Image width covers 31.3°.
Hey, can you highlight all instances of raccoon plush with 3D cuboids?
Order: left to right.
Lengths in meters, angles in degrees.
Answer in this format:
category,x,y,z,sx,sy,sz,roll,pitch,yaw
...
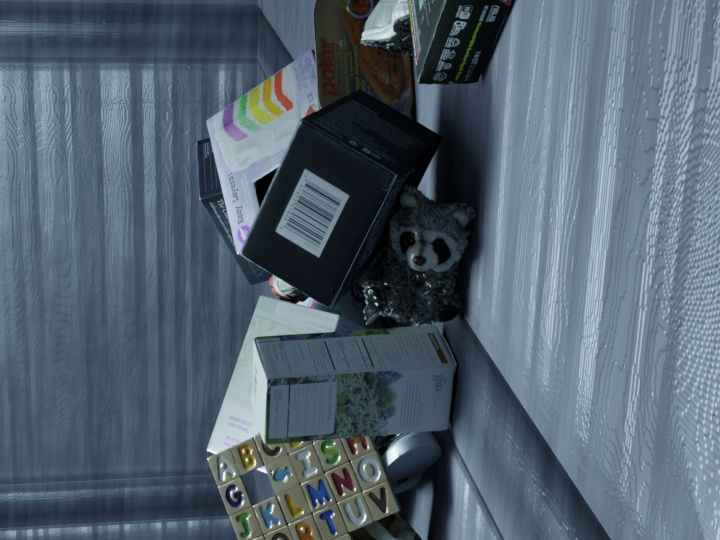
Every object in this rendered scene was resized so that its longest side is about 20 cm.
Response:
category,x,y,z,sx,sy,sz,roll,pitch,yaw
raccoon plush,0.054,-0.041,1.274,0.201,0.095,0.136,-108,27,-60

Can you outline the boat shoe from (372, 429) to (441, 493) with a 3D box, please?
category,x,y,z,sx,sy,sz,roll,pitch,yaw
boat shoe,0.042,0.192,1.401,0.200,0.073,0.069,89,162,-71

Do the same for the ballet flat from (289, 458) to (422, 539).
category,x,y,z,sx,sy,sz,roll,pitch,yaw
ballet flat,0.007,0.267,1.388,0.071,0.199,0.065,-52,18,-8

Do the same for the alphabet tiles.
category,x,y,z,sx,sy,sz,roll,pitch,yaw
alphabet tiles,-0.057,0.242,1.361,0.008,0.198,0.169,-5,-110,-64

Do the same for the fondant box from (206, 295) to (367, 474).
category,x,y,z,sx,sy,sz,roll,pitch,yaw
fondant box,-0.089,0.143,1.537,0.143,0.058,0.203,11,80,43

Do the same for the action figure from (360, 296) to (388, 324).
category,x,y,z,sx,sy,sz,roll,pitch,yaw
action figure,0.000,0.000,1.463,0.103,0.118,0.200,-54,-12,-12

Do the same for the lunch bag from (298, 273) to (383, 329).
category,x,y,z,sx,sy,sz,roll,pitch,yaw
lunch bag,-0.032,0.071,1.687,0.202,0.120,0.172,91,172,-50

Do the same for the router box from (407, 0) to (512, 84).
category,x,y,z,sx,sy,sz,roll,pitch,yaw
router box,0.081,-0.289,1.137,0.150,0.061,0.203,112,155,-65

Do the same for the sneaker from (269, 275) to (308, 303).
category,x,y,z,sx,sy,sz,roll,pitch,yaw
sneaker,-0.031,-0.044,1.581,0.201,0.077,0.082,-52,-2,-15

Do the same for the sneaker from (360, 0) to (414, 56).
category,x,y,z,sx,sy,sz,roll,pitch,yaw
sneaker,0.053,-0.269,1.320,0.200,0.073,0.081,168,110,-74

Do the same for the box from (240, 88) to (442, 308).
category,x,y,z,sx,sy,sz,roll,pitch,yaw
box,-0.015,-0.076,1.265,0.150,0.106,0.200,-63,-6,22

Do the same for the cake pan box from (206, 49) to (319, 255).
category,x,y,z,sx,sy,sz,roll,pitch,yaw
cake pan box,-0.089,-0.133,1.543,0.183,0.052,0.203,-28,65,31

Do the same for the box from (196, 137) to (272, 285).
category,x,y,z,sx,sy,sz,roll,pitch,yaw
box,-0.099,-0.097,1.711,0.201,0.179,0.105,64,-167,-52

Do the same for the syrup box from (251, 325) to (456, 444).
category,x,y,z,sx,sy,sz,roll,pitch,yaw
syrup box,-0.008,0.115,1.306,0.082,0.197,0.080,-117,27,-58

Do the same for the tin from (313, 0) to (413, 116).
category,x,y,z,sx,sy,sz,roll,pitch,yaw
tin,0.001,-0.242,1.476,0.042,0.110,0.204,125,144,-74
